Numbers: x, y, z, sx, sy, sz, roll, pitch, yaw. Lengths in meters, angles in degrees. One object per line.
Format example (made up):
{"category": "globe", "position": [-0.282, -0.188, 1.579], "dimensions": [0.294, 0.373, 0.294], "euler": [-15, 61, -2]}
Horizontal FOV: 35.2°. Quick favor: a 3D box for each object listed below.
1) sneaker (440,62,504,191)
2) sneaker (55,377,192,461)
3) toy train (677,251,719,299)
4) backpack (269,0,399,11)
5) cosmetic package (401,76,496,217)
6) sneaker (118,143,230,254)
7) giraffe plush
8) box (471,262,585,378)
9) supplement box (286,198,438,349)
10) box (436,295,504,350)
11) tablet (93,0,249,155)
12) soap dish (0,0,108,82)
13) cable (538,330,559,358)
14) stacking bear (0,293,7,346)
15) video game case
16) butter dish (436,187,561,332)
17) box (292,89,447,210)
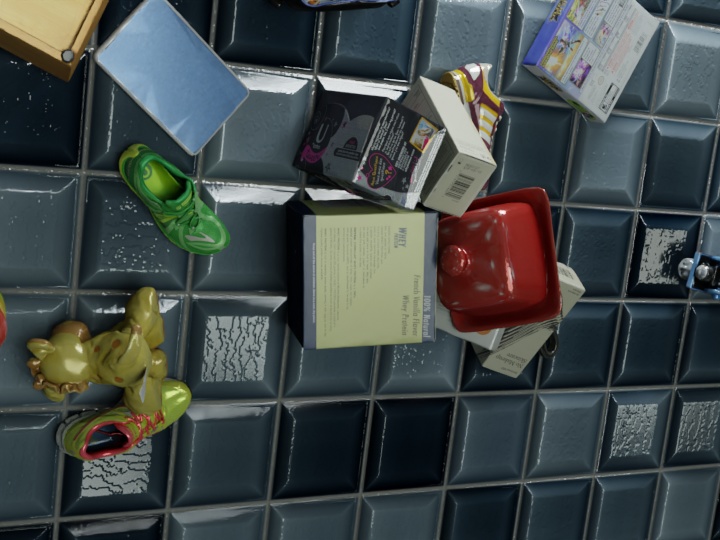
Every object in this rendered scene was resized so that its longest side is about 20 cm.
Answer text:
{"category": "sneaker", "position": [0.192, -0.226, 1.793], "dimensions": [0.090, 0.075, 0.200], "euler": [-20, 111, -18]}
{"category": "sneaker", "position": [-0.322, 0.219, 1.603], "dimensions": [0.200, 0.090, 0.078], "euler": [-26, 111, -23]}
{"category": "toy train", "position": [0.673, 0.017, 2.092], "dimensions": [0.200, 0.114, 0.087], "euler": [12, 92, -31]}
{"category": "backpack", "position": [-0.024, -0.465, 1.582], "dimensions": [0.200, 0.154, 0.191], "euler": [-9, 95, -24]}
{"category": "cosmetic package", "position": [0.117, -0.184, 1.675], "dimensions": [0.073, 0.200, 0.104], "euler": [16, 125, -29]}
{"category": "sneaker", "position": [-0.255, -0.089, 1.572], "dimensions": [0.074, 0.084, 0.200], "euler": [-49, 120, -11]}
{"category": "giraffe plush", "position": [-0.359, 0.122, 1.537], "dimensions": [0.162, 0.200, 0.173], "euler": [-2, 108, 1]}
{"category": "box", "position": [0.273, 0.076, 1.864], "dimensions": [0.082, 0.068, 0.200], "euler": [19, 118, -26]}
{"category": "supplement box", "position": [0.000, 0.000, 1.680], "dimensions": [0.199, 0.134, 0.201], "euler": [-3, 104, -13]}
{"category": "box", "position": [0.192, 0.012, 1.803], "dimensions": [0.124, 0.097, 0.200], "euler": [22, 91, 13]}
{"category": "tablet", "position": [-0.257, -0.270, 1.570], "dimensions": [0.130, 0.014, 0.200], "euler": [-50, 120, -10]}
{"category": "soap dish", "position": [-0.417, -0.352, 1.423], "dimensions": [0.200, 0.081, 0.158], "euler": [27, 88, -30]}
{"category": "cable", "position": [0.293, 0.064, 1.948], "dimensions": [0.097, 0.050, 0.200], "euler": [-56, 133, -20]}
{"category": "stacking bear", "position": [-0.493, 0.055, 1.406], "dimensions": [0.114, 0.200, 0.122], "euler": [35, 84, -30]}
{"category": "video game case", "position": [0.382, -0.377, 1.880], "dimensions": [0.181, 0.045, 0.200], "euler": [32, 85, -32]}
{"category": "butter dish", "position": [0.173, -0.014, 1.662], "dimensions": [0.148, 0.200, 0.200], "euler": [1, 81, -49]}
{"category": "box", "position": [0.008, -0.175, 1.630], "dimensions": [0.115, 0.200, 0.132], "euler": [23, 90, -29]}
